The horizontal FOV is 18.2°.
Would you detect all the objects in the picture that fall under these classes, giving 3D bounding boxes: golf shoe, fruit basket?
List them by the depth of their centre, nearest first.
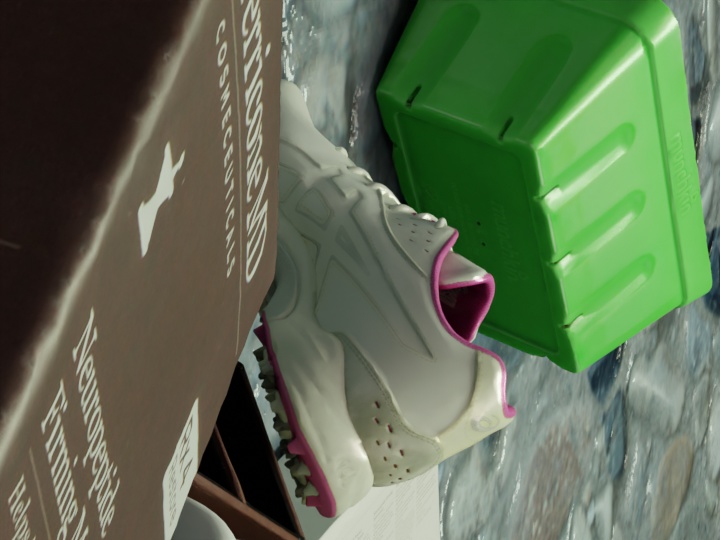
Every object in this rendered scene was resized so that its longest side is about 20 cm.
[{"bbox_3d":[0.000,0.000,0.835,0.075,0.091,0.200,72,2,-50],"label":"golf shoe"},{"bbox_3d":[0.105,-0.084,1.106,0.215,0.155,0.216,-34,135,-42],"label":"fruit basket"}]

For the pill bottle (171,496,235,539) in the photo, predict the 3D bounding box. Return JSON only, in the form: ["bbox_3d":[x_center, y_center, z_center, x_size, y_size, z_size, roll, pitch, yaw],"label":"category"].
[{"bbox_3d":[-0.089,0.177,0.705,0.111,0.111,0.201,-39,132,-61],"label":"pill bottle"}]

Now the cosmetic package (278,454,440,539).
[{"bbox_3d":[-0.022,0.126,0.947,0.200,0.050,0.083,-43,137,-60],"label":"cosmetic package"}]

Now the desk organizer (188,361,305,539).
[{"bbox_3d":[-0.077,0.036,0.741,0.200,0.077,0.072,46,54,-64],"label":"desk organizer"}]

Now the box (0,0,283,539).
[{"bbox_3d":[-0.123,0.016,0.448,0.166,0.164,0.200,94,15,-58],"label":"box"}]
